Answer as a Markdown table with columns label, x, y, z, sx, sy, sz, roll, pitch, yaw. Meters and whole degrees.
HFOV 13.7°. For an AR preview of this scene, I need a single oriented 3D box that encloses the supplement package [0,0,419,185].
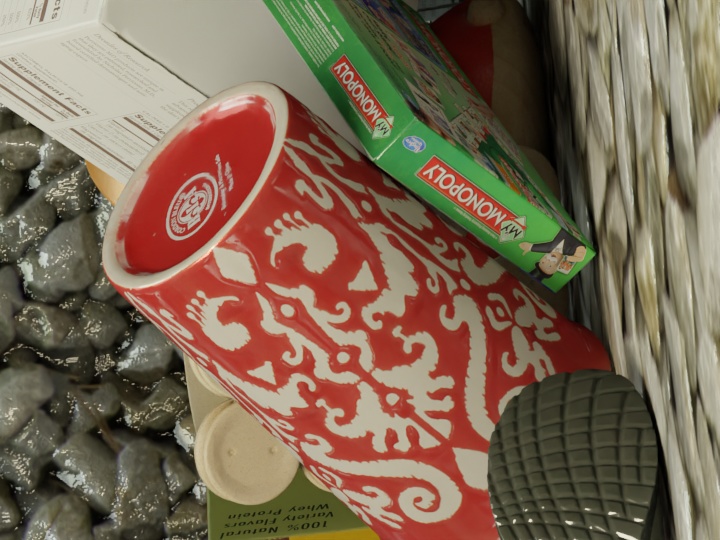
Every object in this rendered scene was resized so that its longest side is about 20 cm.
| label | x | y | z | sx | sy | sz | roll | pitch | yaw |
| --- | --- | --- | --- | --- | --- | --- | --- | --- | --- |
| supplement package | -0.080 | -0.130 | 1.448 | 0.200 | 0.111 | 0.156 | 35 | -122 | -42 |

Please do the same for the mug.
| label | x | y | z | sx | sy | sz | roll | pitch | yaw |
| --- | --- | --- | --- | --- | --- | --- | --- | --- | --- |
| mug | -0.016 | 0.019 | 1.298 | 0.200 | 0.134 | 0.177 | 41 | 168 | -30 |

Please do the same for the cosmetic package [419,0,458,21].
| label | x | y | z | sx | sy | sz | roll | pitch | yaw |
| --- | --- | --- | --- | --- | --- | --- | --- | --- | --- |
| cosmetic package | -0.034 | -0.240 | 1.886 | 0.199 | 0.199 | 0.124 | 87 | 177 | -71 |

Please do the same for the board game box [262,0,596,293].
| label | x | y | z | sx | sy | sz | roll | pitch | yaw |
| --- | --- | --- | --- | --- | --- | --- | --- | --- | --- |
| board game box | 0.017 | -0.085 | 1.348 | 0.134 | 0.029 | 0.200 | 35 | -165 | -42 |

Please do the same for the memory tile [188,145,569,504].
| label | x | y | z | sx | sy | sz | roll | pitch | yaw |
| --- | --- | --- | --- | --- | --- | --- | --- | --- | --- |
| memory tile | 0.010 | 0.026 | 1.423 | 0.017 | 0.199 | 0.154 | 5 | 102 | 65 |

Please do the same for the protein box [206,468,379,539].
| label | x | y | z | sx | sy | sz | roll | pitch | yaw |
| --- | --- | --- | --- | --- | --- | --- | --- | --- | --- |
| protein box | 0.009 | 0.190 | 1.825 | 0.200 | 0.198 | 0.136 | -105 | 9 | -77 |

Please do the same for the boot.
| label | x | y | z | sx | sy | sz | roll | pitch | yaw |
| --- | --- | --- | --- | --- | --- | --- | --- | --- | --- |
| boot | 0.094 | 0.148 | 1.177 | 0.131 | 0.067 | 0.201 | 78 | -175 | -46 |

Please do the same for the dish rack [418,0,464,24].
| label | x | y | z | sx | sy | sz | roll | pitch | yaw |
| --- | --- | --- | --- | --- | --- | --- | --- | --- | --- |
| dish rack | 0.057 | -0.086 | 1.765 | 0.154 | 0.054 | 0.201 | 88 | 177 | -51 |

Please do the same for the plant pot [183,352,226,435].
| label | x | y | z | sx | sy | sz | roll | pitch | yaw |
| --- | --- | --- | --- | --- | --- | --- | --- | --- | --- |
| plant pot | -0.035 | 0.012 | 1.880 | 0.200 | 0.134 | 0.201 | -3 | -90 | -86 |

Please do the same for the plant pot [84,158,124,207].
| label | x | y | z | sx | sy | sz | roll | pitch | yaw |
| --- | --- | --- | --- | --- | --- | --- | --- | --- | --- |
| plant pot | -0.055 | -0.113 | 1.774 | 0.200 | 0.199 | 0.141 | -98 | 19 | -55 |

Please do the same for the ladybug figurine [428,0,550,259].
| label | x | y | z | sx | sy | sz | roll | pitch | yaw |
| --- | --- | --- | --- | --- | --- | --- | --- | --- | --- |
| ladybug figurine | 0.058 | -0.053 | 1.532 | 0.136 | 0.072 | 0.201 | -97 | 3 | -56 |
